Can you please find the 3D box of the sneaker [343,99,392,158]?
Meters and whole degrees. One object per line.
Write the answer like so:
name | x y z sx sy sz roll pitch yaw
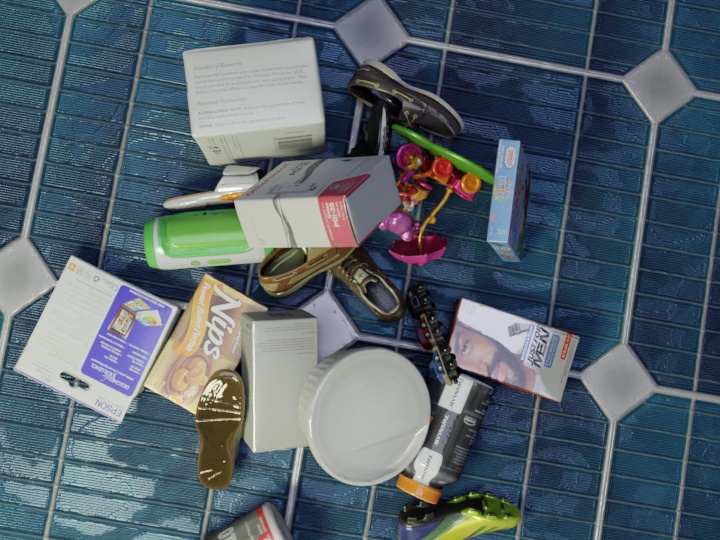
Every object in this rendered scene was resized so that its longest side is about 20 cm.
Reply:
sneaker | -0.001 -0.172 1.439 0.087 0.076 0.202 8 103 6

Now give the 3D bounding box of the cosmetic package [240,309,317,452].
cosmetic package | -0.125 0.167 1.387 0.107 0.085 0.202 -1 97 -21

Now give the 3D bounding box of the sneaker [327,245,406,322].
sneaker | 0.000 0.000 1.440 0.200 0.076 0.070 43 84 2

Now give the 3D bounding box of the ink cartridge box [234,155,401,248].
ink cartridge box | -0.063 -0.100 1.330 0.199 0.147 0.083 1 120 32

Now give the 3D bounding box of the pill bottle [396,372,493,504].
pill bottle | 0.124 0.256 1.409 0.106 0.106 0.201 23 84 0

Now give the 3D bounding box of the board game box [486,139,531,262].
board game box | 0.232 -0.102 1.399 0.036 0.200 0.153 6 84 17

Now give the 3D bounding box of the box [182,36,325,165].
box | -0.157 -0.255 1.395 0.198 0.199 0.132 -7 85 -3

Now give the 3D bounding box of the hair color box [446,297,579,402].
hair color box | 0.236 0.127 1.448 0.199 0.064 0.112 18 85 0

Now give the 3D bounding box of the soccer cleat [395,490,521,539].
soccer cleat | 0.154 0.401 1.429 0.198 0.065 0.084 -3 115 -7

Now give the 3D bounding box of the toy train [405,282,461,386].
toy train | 0.109 0.099 1.408 0.046 0.034 0.201 -25 47 7

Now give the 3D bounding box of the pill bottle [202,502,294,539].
pill bottle | -0.198 0.450 1.372 0.199 0.114 0.114 -30 87 -5

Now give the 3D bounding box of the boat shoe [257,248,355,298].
boat shoe | -0.075 -0.035 1.402 0.200 0.074 0.076 -41 65 -1

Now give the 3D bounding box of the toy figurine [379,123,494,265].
toy figurine | 0.095 -0.103 1.423 0.199 0.150 0.185 26 94 -21

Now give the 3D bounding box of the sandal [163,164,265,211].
sandal | -0.216 -0.138 1.442 0.205 0.079 0.060 -8 88 -1

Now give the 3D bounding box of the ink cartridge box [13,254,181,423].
ink cartridge box | -0.411 0.107 1.421 0.197 0.043 0.201 25 84 6

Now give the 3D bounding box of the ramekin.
ramekin | -0.002 0.209 1.349 0.201 0.094 0.204 -2 96 -25

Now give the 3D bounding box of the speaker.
speaker | -0.236 -0.049 1.431 0.198 0.088 0.089 -4 85 -3

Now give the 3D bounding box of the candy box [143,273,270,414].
candy box | -0.240 0.120 1.429 0.115 0.055 0.201 29 84 0

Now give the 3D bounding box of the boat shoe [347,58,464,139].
boat shoe | 0.073 -0.266 1.465 0.199 0.072 0.060 34 64 5

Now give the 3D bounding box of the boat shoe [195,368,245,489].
boat shoe | -0.211 0.234 1.382 0.072 0.065 0.202 7 110 1
